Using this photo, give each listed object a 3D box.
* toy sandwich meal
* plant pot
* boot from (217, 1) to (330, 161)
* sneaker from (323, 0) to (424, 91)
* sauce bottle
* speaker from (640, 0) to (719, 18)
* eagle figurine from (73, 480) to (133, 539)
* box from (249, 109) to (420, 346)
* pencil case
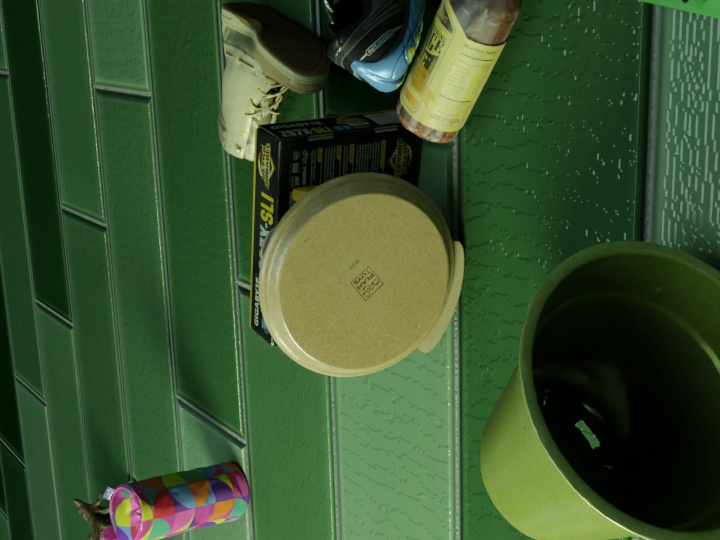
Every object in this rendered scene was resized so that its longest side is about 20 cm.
[{"bbox_3d":[0.000,0.000,0.923,0.070,0.202,0.209,-137,45,-62],"label":"toy sandwich meal"},{"bbox_3d":[0.171,0.114,0.732,0.202,0.197,0.191,64,156,19],"label":"plant pot"},{"bbox_3d":[-0.100,-0.188,1.120,0.200,0.072,0.158,42,132,44],"label":"boot"},{"bbox_3d":[0.012,-0.237,0.870,0.071,0.081,0.202,123,161,-48],"label":"sneaker"},{"bbox_3d":[0.090,-0.199,0.842,0.066,0.065,0.202,54,136,32],"label":"sauce bottle"},{"bbox_3d":[0.215,-0.204,0.635,0.199,0.087,0.090,32,126,47],"label":"speaker"},{"bbox_3d":[-0.432,0.472,1.800,0.202,0.148,0.153,69,-156,-43],"label":"eagle figurine"},{"bbox_3d":[-0.024,-0.041,0.975,0.049,0.158,0.203,31,125,47],"label":"box"},{"bbox_3d":[-0.242,0.308,1.369,0.087,0.198,0.090,1,92,43],"label":"pencil case"}]
